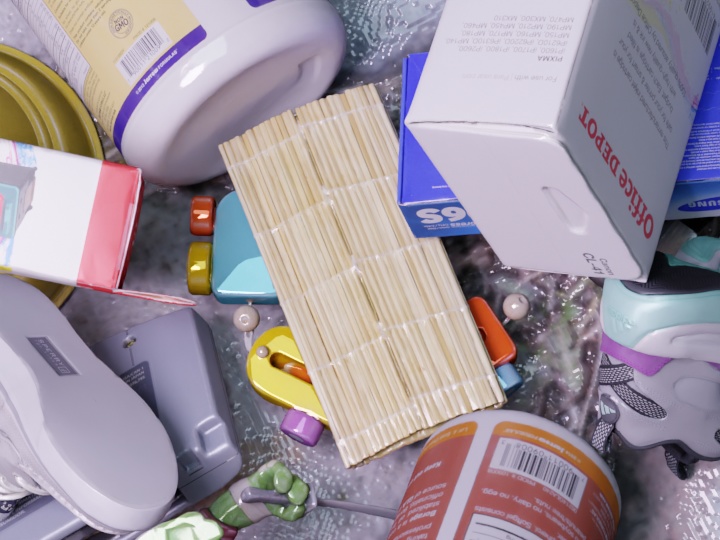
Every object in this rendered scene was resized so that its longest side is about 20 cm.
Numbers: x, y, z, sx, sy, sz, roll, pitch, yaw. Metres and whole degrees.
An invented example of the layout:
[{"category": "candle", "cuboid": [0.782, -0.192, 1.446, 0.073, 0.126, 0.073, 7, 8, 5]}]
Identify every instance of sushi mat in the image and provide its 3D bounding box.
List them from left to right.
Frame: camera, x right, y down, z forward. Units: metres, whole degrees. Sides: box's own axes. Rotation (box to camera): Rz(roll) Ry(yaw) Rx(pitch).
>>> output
[{"category": "sushi mat", "cuboid": [0.000, 0.000, 1.246, 0.095, 0.012, 0.200, -21, 74, -4]}]

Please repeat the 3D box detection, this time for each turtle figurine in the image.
[{"category": "turtle figurine", "cuboid": [-0.043, 0.173, 1.156, 0.200, 0.194, 0.144, 24, 87, 8]}]

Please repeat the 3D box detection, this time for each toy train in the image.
[{"category": "toy train", "cuboid": [-0.007, 0.017, 1.278, 0.150, 0.056, 0.200, -37, 74, -8]}]

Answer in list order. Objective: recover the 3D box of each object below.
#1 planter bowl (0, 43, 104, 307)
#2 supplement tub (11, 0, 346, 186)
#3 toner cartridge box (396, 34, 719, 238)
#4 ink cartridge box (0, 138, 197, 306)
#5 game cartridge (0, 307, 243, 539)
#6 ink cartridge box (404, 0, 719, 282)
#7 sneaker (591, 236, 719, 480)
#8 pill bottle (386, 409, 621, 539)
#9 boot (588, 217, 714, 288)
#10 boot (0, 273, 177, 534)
[{"category": "planter bowl", "cuboid": [-0.252, -0.052, 1.312, 0.200, 0.083, 0.201, -2, 75, 8]}, {"category": "supplement tub", "cuboid": [-0.117, -0.163, 1.288, 0.145, 0.145, 0.200, -36, 74, -2]}, {"category": "toner cartridge box", "cuboid": [0.122, -0.074, 1.219, 0.199, 0.043, 0.095, -4, 64, 14]}, {"category": "ink cartridge box", "cuboid": [-0.178, -0.031, 1.206, 0.199, 0.116, 0.067, 12, 88, -5]}, {"category": "game cartridge", "cuboid": [-0.159, 0.106, 1.243, 0.200, 0.042, 0.133, -31, 33, 10]}, {"category": "ink cartridge box", "cuboid": [0.110, -0.117, 1.131, 0.085, 0.148, 0.200, 7, 64, 30]}, {"category": "sneaker", "cuboid": [0.195, 0.049, 1.224, 0.078, 0.200, 0.140, 38, 128, 45]}, {"category": "pill bottle", "cuboid": [0.056, 0.176, 1.153, 0.112, 0.112, 0.200, 14, 46, 11]}, {"category": "boot", "cuboid": [0.137, -0.083, 1.273, 0.174, 0.069, 0.200, 34, 80, 19]}, {"category": "boot", "cuboid": [-0.164, 0.093, 1.182, 0.200, 0.073, 0.096, 49, 125, 43]}]
